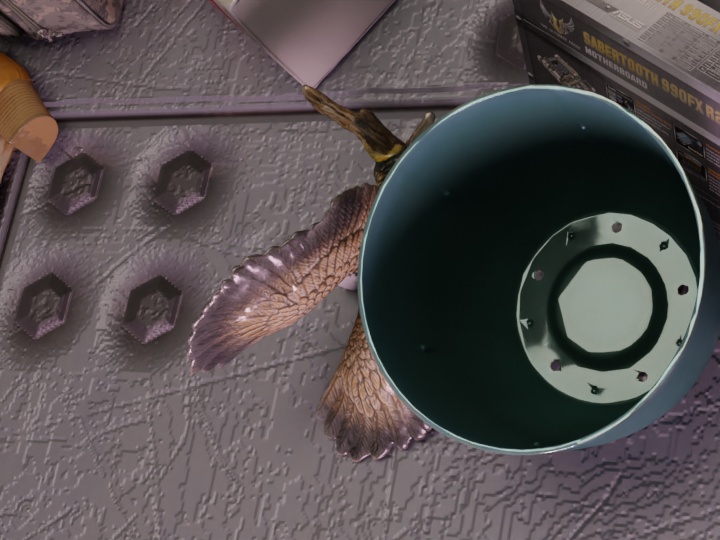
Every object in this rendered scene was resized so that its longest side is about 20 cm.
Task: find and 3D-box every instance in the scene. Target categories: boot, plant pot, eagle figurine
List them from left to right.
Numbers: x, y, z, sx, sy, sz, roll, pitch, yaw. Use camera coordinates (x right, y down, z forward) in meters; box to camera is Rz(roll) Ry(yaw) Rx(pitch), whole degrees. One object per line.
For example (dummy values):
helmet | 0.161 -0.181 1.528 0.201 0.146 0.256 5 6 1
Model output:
boot | -0.332 -0.084 1.393 0.201 0.071 0.144 -47 49 -2
eagle figurine | 0.000 0.003 1.136 0.151 0.151 0.201 15 64 22
plant pot | 0.120 0.011 1.028 0.199 0.161 0.202 -5 79 24

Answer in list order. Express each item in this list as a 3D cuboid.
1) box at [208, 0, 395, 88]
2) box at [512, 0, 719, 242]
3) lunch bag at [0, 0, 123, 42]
box | -0.084 -0.245 1.288 0.109 0.128 0.200 -47 54 2
box | 0.180 -0.097 1.057 0.048 0.159 0.200 -39 52 -17
lunch bag | -0.289 -0.263 1.364 0.166 0.200 0.140 -1 74 20
